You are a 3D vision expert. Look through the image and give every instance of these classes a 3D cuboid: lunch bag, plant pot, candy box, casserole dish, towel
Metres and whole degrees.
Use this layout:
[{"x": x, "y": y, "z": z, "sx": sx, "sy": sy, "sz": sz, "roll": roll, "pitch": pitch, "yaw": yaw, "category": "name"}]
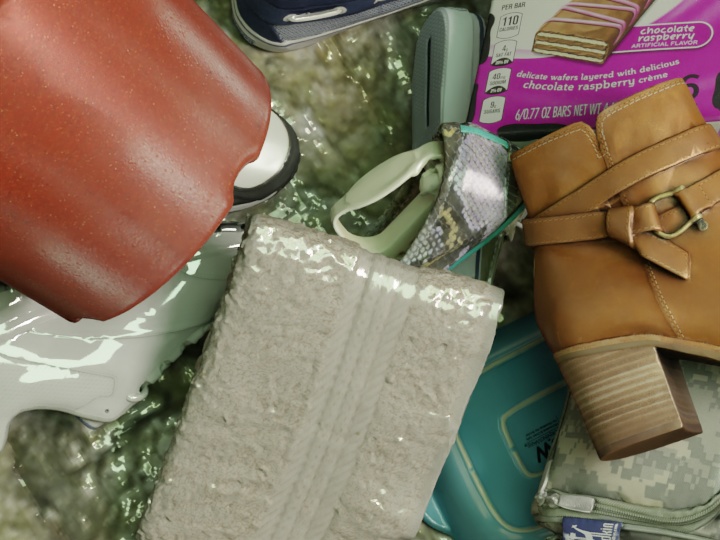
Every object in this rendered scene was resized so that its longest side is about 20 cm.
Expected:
[{"x": 0.185, "y": 0.065, "z": 0.958, "sx": 0.167, "sy": 0.139, "sz": 0.201, "roll": 14, "pitch": 73, "yaw": 9, "category": "lunch bag"}, {"x": -0.157, "y": -0.089, "z": 0.849, "sx": 0.195, "sy": 0.200, "sz": 0.201, "roll": 40, "pitch": 71, "yaw": -29, "category": "plant pot"}, {"x": 0.140, "y": -0.138, "z": 0.988, "sx": 0.136, "sy": 0.061, "sz": 0.201, "roll": -3, "pitch": 57, "yaw": 25, "category": "candy box"}, {"x": 0.116, "y": 0.077, "z": 1.024, "sx": 0.199, "sy": 0.039, "sz": 0.122, "roll": -24, "pitch": 85, "yaw": -16, "category": "casserole dish"}, {"x": -0.024, "y": 0.076, "z": 0.936, "sx": 0.132, "sy": 0.035, "sz": 0.201, "roll": 17, "pitch": 114, "yaw": -7, "category": "towel"}]

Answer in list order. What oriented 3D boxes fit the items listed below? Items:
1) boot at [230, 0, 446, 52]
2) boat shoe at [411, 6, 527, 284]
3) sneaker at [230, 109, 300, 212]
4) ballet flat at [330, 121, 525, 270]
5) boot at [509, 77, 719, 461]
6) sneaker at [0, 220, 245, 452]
[{"x": 0.027, "y": -0.181, "z": 1.029, "sx": 0.199, "sy": 0.090, "sz": 0.073, "roll": -30, "pitch": 86, "yaw": -17, "category": "boot"}, {"x": 0.061, "y": -0.045, "z": 1.020, "sx": 0.062, "sy": 0.072, "sz": 0.201, "roll": 9, "pitch": 76, "yaw": -17, "category": "boat shoe"}, {"x": -0.124, "y": -0.086, "z": 0.981, "sx": 0.199, "sy": 0.080, "sz": 0.074, "roll": 19, "pitch": 73, "yaw": -10, "category": "sneaker"}, {"x": 0.000, "y": 0.000, "z": 0.954, "sx": 0.072, "sy": 0.072, "sz": 0.200, "roll": 42, "pitch": 111, "yaw": -2, "category": "ballet flat"}, {"x": 0.173, "y": -0.015, "z": 0.873, "sx": 0.199, "sy": 0.077, "sz": 0.156, "roll": -20, "pitch": 75, "yaw": 17, "category": "boot"}, {"x": -0.122, "y": 0.029, "z": 0.971, "sx": 0.199, "sy": 0.074, "sz": 0.087, "roll": -20, "pitch": 95, "yaw": -9, "category": "sneaker"}]
